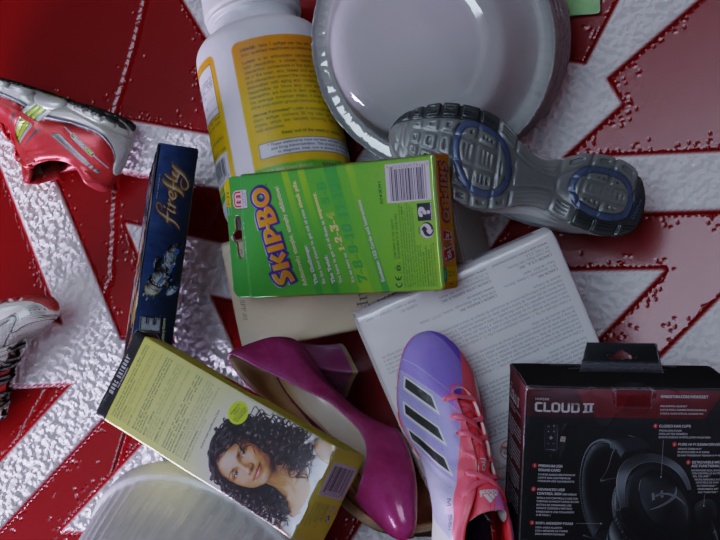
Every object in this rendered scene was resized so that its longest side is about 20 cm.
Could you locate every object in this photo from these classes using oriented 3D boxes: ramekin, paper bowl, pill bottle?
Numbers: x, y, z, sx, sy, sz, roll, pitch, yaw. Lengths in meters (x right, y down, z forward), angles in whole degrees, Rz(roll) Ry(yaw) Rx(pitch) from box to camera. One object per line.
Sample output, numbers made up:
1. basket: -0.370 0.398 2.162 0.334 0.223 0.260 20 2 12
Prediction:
1. ramekin: -0.137 0.255 1.129 0.199 0.105 0.201 12 123 18
2. paper bowl: 0.057 -0.178 1.150 0.199 0.104 0.202 5 105 20
3. pill bottle: -0.075 -0.142 1.228 0.111 0.111 0.201 -17 74 18

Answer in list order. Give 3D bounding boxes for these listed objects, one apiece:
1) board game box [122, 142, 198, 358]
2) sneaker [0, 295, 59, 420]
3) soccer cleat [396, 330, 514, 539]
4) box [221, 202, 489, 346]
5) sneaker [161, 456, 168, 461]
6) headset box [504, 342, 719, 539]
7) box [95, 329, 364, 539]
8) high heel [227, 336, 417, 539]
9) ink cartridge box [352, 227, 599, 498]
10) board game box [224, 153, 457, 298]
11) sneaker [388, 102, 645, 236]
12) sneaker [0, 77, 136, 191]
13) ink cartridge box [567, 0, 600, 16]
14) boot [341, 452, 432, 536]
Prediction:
1. board game box: -0.170 0.007 1.229 0.034 0.135 0.201 8 82 -10
2. sneaker: -0.331 0.096 1.316 0.200 0.078 0.082 -45 71 19
3. soccer cleat: 0.072 0.137 1.017 0.076 0.066 0.201 -27 67 60
4. box: 0.000 0.000 1.180 0.199 0.078 0.096 -13 90 20
5. sneaker: -0.111 0.185 1.181 0.073 0.116 0.201 -22 74 15
6. headset box: 0.178 0.150 1.033 0.148 0.077 0.201 0 98 -3
7. box: -0.098 0.119 1.081 0.199 0.050 0.076 25 89 31
8. high heel: -0.028 0.122 1.091 0.201 0.095 0.068 65 144 40
9. ink cartridge box: 0.104 0.091 1.093 0.160 0.050 0.201 -23 94 2
10. board game box: -0.019 -0.030 1.097 0.199 0.030 0.096 -3 93 35
11. sneaker: 0.110 -0.065 1.112 0.199 0.087 0.075 20 78 -12
12. sneaker: -0.298 -0.122 1.338 0.199 0.077 0.085 19 93 24
13. ink cartridge box: 0.095 -0.275 1.220 0.199 0.048 0.146 -2 79 24
14. boot: 0.068 0.139 1.138 0.199 0.077 0.156 24 88 27
